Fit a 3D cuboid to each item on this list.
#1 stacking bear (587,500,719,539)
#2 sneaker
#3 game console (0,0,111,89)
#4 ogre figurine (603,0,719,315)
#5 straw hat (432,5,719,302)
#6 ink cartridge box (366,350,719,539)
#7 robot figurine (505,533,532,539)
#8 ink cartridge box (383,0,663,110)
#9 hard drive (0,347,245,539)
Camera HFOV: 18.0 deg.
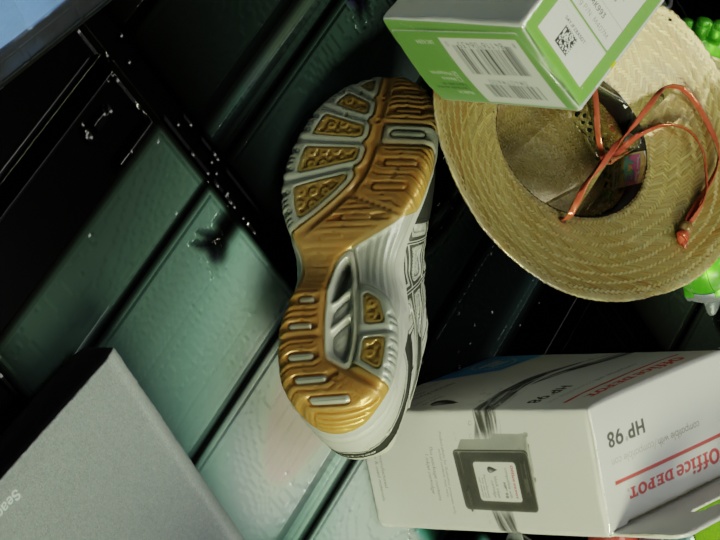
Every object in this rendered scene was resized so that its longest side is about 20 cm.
[{"bbox_3d":[0.240,0.141,1.279,0.121,0.200,0.114,-1,89,-45],"label":"stacking bear"},{"bbox_3d":[0.000,0.000,1.151,0.088,0.075,0.201,66,32,-60],"label":"sneaker"},{"bbox_3d":[-0.146,-0.172,0.966,0.200,0.118,0.173,-45,118,-36],"label":"game console"},{"bbox_3d":[0.191,-0.059,1.320,0.200,0.098,0.120,78,21,-54],"label":"ogre figurine"},{"bbox_3d":[0.100,-0.062,1.201,0.200,0.085,0.202,10,71,-29],"label":"straw hat"},{"bbox_3d":[0.111,0.086,1.153,0.116,0.200,0.067,-18,100,-44],"label":"ink cartridge box"},{"bbox_3d":[0.093,0.224,1.229,0.200,0.058,0.146,26,70,-42],"label":"robot figurine"},{"bbox_3d":[0.112,-0.170,1.095,0.200,0.104,0.059,-53,123,-19],"label":"ink cartridge box"},{"bbox_3d":[-0.111,0.155,1.045,0.140,0.033,0.200,-50,121,-34],"label":"hard drive"}]
